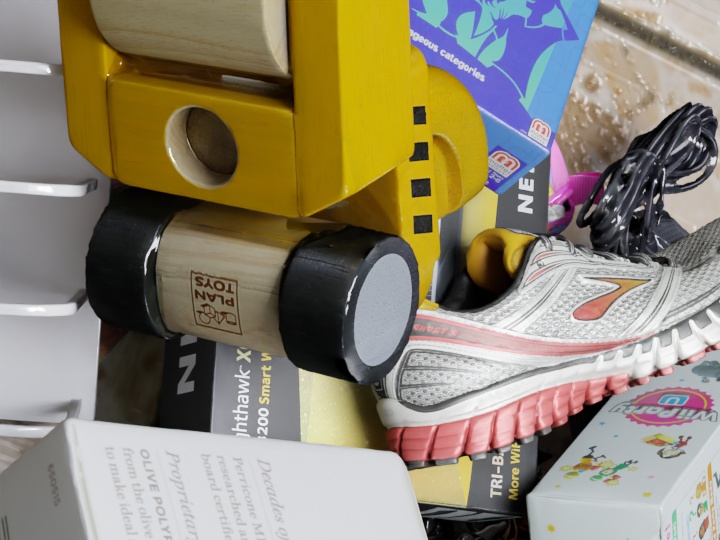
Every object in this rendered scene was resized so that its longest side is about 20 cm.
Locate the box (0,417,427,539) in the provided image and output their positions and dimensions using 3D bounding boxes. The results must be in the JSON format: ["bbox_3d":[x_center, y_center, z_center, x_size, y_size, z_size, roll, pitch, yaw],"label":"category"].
[{"bbox_3d":[-0.079,0.190,1.085,0.171,0.199,0.200,8,55,-42],"label":"box"}]

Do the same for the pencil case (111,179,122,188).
[{"bbox_3d":[-0.057,-0.089,1.253,0.200,0.087,0.083,-14,108,-30],"label":"pencil case"}]

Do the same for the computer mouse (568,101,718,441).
[{"bbox_3d":[0.128,0.027,1.336,0.138,0.053,0.200,-40,131,-56],"label":"computer mouse"}]

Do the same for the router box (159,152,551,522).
[{"bbox_3d":[0.000,0.000,1.194,0.157,0.052,0.200,8,78,-28],"label":"router box"}]

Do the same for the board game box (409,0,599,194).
[{"bbox_3d":[0.034,-0.153,1.200,0.152,0.045,0.200,30,53,-16],"label":"board game box"}]

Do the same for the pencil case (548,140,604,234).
[{"bbox_3d":[0.013,-0.007,1.278,0.200,0.088,0.088,-36,101,-26],"label":"pencil case"}]

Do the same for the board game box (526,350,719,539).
[{"bbox_3d":[0.145,0.120,1.259,0.200,0.064,0.148,-43,132,-55],"label":"board game box"}]

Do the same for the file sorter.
[{"bbox_3d":[-0.169,-0.036,1.109,0.139,0.125,0.200,4,94,-3],"label":"file sorter"}]

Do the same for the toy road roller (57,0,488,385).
[{"bbox_3d":[-0.023,-0.064,1.070,0.146,0.123,0.200,-38,132,-49],"label":"toy road roller"}]

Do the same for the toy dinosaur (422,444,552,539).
[{"bbox_3d":[0.041,0.126,1.291,0.200,0.102,0.136,12,59,-11],"label":"toy dinosaur"}]

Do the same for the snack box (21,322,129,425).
[{"bbox_3d":[-0.181,-0.030,1.206,0.200,0.024,0.072,49,65,-15],"label":"snack box"}]

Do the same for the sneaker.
[{"bbox_3d":[0.090,0.013,1.167,0.200,0.078,0.082,-22,94,-31],"label":"sneaker"}]
